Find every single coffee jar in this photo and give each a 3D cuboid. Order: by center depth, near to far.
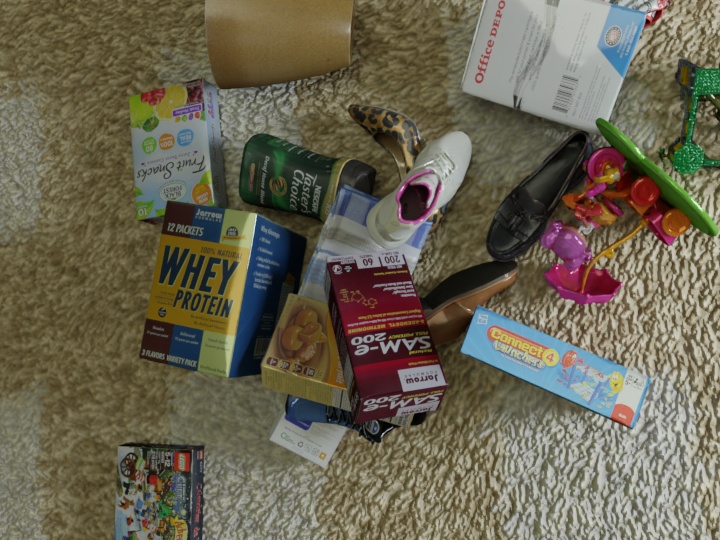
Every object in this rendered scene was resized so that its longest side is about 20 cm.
[{"bbox_3d":[-0.076,-0.126,0.907,0.195,0.085,0.107,17,110,16],"label":"coffee jar"}]

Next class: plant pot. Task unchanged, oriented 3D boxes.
[{"bbox_3d":[-0.107,-0.357,0.912,0.193,0.186,0.193,5,86,0],"label":"plant pot"}]

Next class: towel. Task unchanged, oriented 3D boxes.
[{"bbox_3d":[0.000,0.000,0.864,0.143,0.024,0.204,21,105,-9],"label":"towel"}]

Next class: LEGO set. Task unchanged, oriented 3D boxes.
[{"bbox_3d":[0.472,-0.199,0.776,0.194,0.116,0.158,-6,112,18],"label":"LEGO set"}]

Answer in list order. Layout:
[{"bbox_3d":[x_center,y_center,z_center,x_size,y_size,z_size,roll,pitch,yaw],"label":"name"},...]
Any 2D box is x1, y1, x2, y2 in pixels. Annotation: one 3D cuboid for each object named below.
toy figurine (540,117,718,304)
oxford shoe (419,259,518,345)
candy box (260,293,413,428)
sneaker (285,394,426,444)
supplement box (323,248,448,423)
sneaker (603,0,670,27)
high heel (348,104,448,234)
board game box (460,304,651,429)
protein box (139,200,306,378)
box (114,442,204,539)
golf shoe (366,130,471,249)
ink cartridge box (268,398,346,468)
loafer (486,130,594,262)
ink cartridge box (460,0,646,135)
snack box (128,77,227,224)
[{"bbox_3d":[0.298,-0.049,0.773,0.199,0.151,0.185,40,106,-10],"label":"toy figurine"},{"bbox_3d":[0.134,0.052,0.859,0.197,0.072,0.072,-30,107,9],"label":"oxford shoe"},{"bbox_3d":[-0.017,0.112,0.796,0.194,0.056,0.117,14,51,5],"label":"candy box"},{"bbox_3d":[-0.002,0.176,0.821,0.193,0.090,0.081,-2,117,-11],"label":"sneaker"},{"bbox_3d":[0.024,0.073,0.757,0.105,0.062,0.204,-6,53,-14],"label":"supplement box"},{"bbox_3d":[0.384,-0.399,0.823,0.201,0.067,0.108,-45,76,11],"label":"sneaker"},{"bbox_3d":[0.042,-0.142,0.886,0.197,0.071,0.145,29,86,7],"label":"high heel"},{"bbox_3d":[0.225,0.111,0.748,0.191,0.200,0.057,23,89,15],"label":"board game box"},{"bbox_3d":[-0.180,0.030,0.868,0.131,0.198,0.207,8,86,15],"label":"protein box"},{"bbox_3d":[-0.309,0.373,0.954,0.132,0.038,0.207,-2,84,15],"label":"box"},{"bbox_3d":[0.092,-0.111,0.804,0.075,0.091,0.201,42,71,-7],"label":"golf shoe"},{"bbox_3d":[-0.043,0.169,0.882,0.093,0.037,0.203,29,95,-12],"label":"ink cartridge box"},{"bbox_3d":[0.235,-0.103,0.828,0.072,0.063,0.201,41,90,23],"label":"loafer"},{"bbox_3d":[0.248,-0.281,0.814,0.196,0.084,0.148,23,114,17],"label":"ink cartridge box"},{"bbox_3d":[-0.292,-0.188,0.995,0.138,0.053,0.207,-8,83,15],"label":"snack box"}]
